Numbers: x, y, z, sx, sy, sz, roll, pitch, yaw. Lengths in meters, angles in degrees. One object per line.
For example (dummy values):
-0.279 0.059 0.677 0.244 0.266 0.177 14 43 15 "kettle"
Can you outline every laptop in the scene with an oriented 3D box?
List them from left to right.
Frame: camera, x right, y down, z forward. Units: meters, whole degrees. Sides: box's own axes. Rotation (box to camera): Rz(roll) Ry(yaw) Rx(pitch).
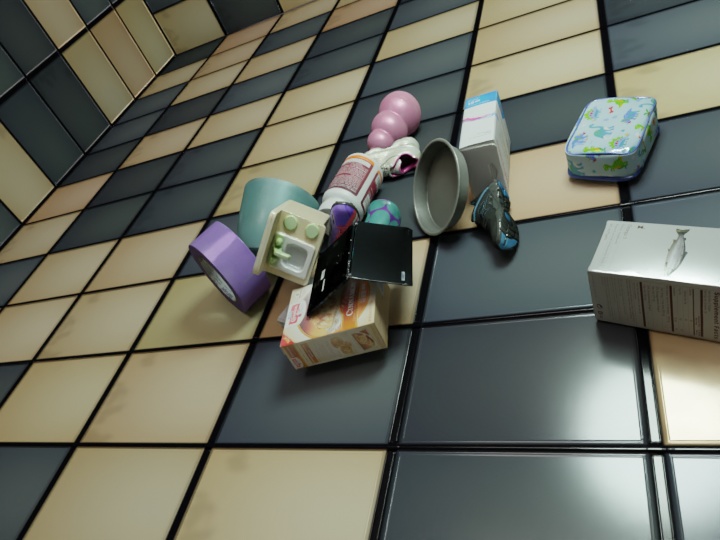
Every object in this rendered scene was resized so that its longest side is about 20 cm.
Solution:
0.000 0.000 1.139 0.199 0.102 0.180 -41 25 30 "laptop"

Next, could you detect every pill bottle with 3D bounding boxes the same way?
-0.027 -0.183 1.441 0.111 0.116 0.203 1 46 33 "pill bottle"

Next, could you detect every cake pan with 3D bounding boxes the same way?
0.173 -0.178 1.261 0.036 0.206 0.201 0 30 -22 "cake pan"

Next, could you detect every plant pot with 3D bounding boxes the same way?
-0.209 -0.097 1.407 0.195 0.200 0.166 -1 63 32 "plant pot"

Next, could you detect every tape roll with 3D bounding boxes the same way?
-0.303 -0.007 1.355 0.085 0.203 0.197 -43 39 -20 "tape roll"

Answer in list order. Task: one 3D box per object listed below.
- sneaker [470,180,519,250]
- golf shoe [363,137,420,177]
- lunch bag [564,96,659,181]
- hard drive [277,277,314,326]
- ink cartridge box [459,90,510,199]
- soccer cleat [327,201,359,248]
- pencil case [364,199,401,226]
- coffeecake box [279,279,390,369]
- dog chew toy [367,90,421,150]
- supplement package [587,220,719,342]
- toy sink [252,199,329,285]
0.272 -0.099 1.197 0.081 0.073 0.203 -30 29 26 "sneaker"
0.066 -0.276 1.519 0.195 0.076 0.093 -24 40 10 "golf shoe"
0.516 -0.273 1.205 0.157 0.084 0.202 8 51 38 "lunch bag"
-0.074 0.085 1.243 0.196 0.027 0.133 12 54 43 "hard drive"
0.283 -0.281 1.316 0.082 0.147 0.204 -9 42 23 "ink cartridge box"
-0.041 -0.074 1.280 0.066 0.202 0.075 10 61 -1 "soccer cleat"
0.026 -0.058 1.287 0.091 0.085 0.203 -21 35 44 "pencil case"
-0.046 0.090 1.133 0.194 0.074 0.156 -16 39 19 "coffeecake box"
0.085 -0.393 1.605 0.122 0.125 0.203 12 62 41 "dog chew toy"
0.465 0.012 0.889 0.195 0.119 0.118 9 50 39 "supplement package"
-0.135 -0.056 1.215 0.109 0.134 0.200 20 13 -1 "toy sink"
